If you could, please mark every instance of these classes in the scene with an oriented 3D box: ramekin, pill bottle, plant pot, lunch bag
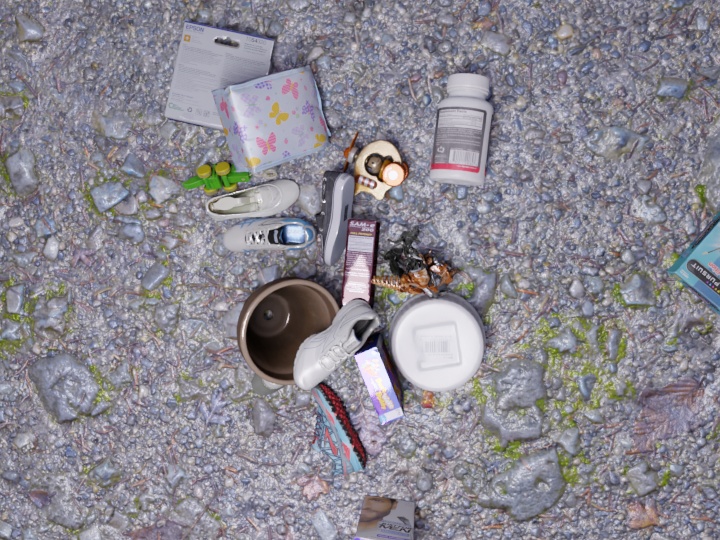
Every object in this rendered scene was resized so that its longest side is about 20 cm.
[{"bbox_3d":[0.152,0.143,1.272,0.199,0.098,0.202,0,92,5],"label":"ramekin"},{"bbox_3d":[0.199,-0.271,1.243,0.110,0.111,0.202,7,93,5],"label":"pill bottle"},{"bbox_3d":[-0.157,0.104,1.247,0.199,0.174,0.202,-4,98,-25],"label":"plant pot"},{"bbox_3d":[-0.165,-0.296,1.254,0.199,0.127,0.171,-25,111,-25],"label":"lunch bag"}]

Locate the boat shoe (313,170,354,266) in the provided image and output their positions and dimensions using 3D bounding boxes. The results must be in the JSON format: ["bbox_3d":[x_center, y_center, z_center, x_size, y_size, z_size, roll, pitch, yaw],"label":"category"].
[{"bbox_3d":[-0.061,-0.106,1.276,0.066,0.070,0.201,23,127,21],"label":"boat shoe"}]

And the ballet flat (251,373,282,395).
[{"bbox_3d":[-0.149,0.193,1.319,0.199,0.064,0.068,-36,90,6],"label":"ballet flat"}]

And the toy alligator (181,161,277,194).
[{"bbox_3d":[-0.268,-0.202,1.322,0.198,0.059,0.055,-8,51,5],"label":"toy alligator"}]

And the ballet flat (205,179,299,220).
[{"bbox_3d":[-0.224,-0.141,1.312,0.199,0.069,0.070,-12,91,5],"label":"ballet flat"}]

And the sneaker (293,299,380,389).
[{"bbox_3d":[-0.045,0.135,1.161,0.075,0.087,0.200,45,79,-22],"label":"sneaker"}]

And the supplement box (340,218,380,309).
[{"bbox_3d":[0.000,0.000,1.275,0.060,0.109,0.202,6,92,5],"label":"supplement box"}]

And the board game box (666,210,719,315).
[{"bbox_3d":[0.723,-0.026,1.236,0.151,0.047,0.200,39,95,3],"label":"board game box"}]

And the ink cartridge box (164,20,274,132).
[{"bbox_3d":[-0.285,-0.390,1.319,0.195,0.043,0.201,13,91,4],"label":"ink cartridge box"}]

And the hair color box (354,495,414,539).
[{"bbox_3d":[0.048,0.509,1.245,0.108,0.200,0.065,7,91,5],"label":"hair color box"}]

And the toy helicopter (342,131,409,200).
[{"bbox_3d":[-0.007,-0.186,1.288,0.200,0.079,0.132,-39,95,18],"label":"toy helicopter"}]

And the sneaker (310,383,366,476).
[{"bbox_3d":[-0.066,0.331,1.310,0.095,0.079,0.201,-25,90,8],"label":"sneaker"}]

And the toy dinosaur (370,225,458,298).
[{"bbox_3d":[0.106,-0.003,1.241,0.102,0.199,0.136,-40,66,26],"label":"toy dinosaur"}]

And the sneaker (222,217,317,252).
[{"bbox_3d":[-0.188,-0.073,1.309,0.198,0.072,0.072,-5,94,7],"label":"sneaker"}]

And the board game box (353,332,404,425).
[{"bbox_3d":[0.039,0.201,1.233,0.045,0.200,0.135,-22,91,4],"label":"board game box"}]
